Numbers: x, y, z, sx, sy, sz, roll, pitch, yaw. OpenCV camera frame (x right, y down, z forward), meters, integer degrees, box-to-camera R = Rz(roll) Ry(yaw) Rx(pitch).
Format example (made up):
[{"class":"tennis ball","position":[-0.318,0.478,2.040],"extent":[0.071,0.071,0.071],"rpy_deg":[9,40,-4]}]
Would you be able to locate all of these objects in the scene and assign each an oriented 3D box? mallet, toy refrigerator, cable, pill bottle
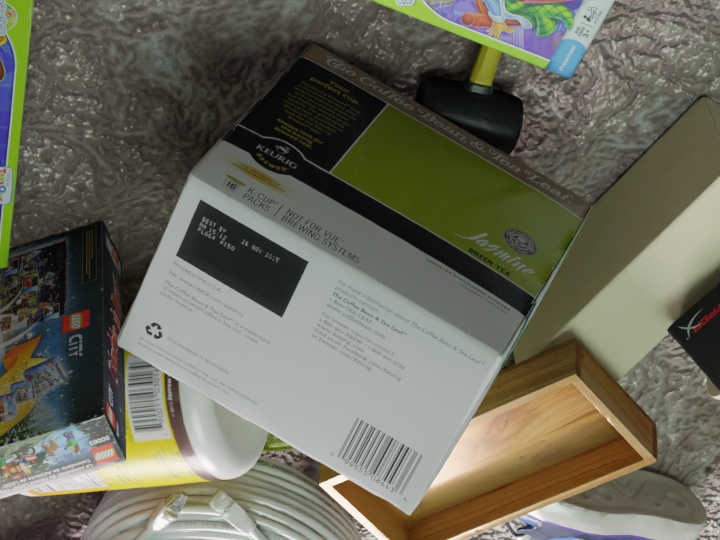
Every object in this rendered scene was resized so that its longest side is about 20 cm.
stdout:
[{"class":"mallet","position":[0.077,-0.158,1.426],"extent":[0.066,0.041,0.200],"rpy_deg":[4,124,-9]},{"class":"toy refrigerator","position":[0.184,-0.008,1.538],"extent":[0.070,0.076,0.200],"rpy_deg":[28,120,-28]},{"class":"cable","position":[-0.097,0.205,1.658],"extent":[0.200,0.069,0.200],"rpy_deg":[35,132,-30]},{"class":"pill bottle","position":[-0.165,0.085,1.520],"extent":[0.200,0.109,0.109],"rpy_deg":[-7,133,23]}]

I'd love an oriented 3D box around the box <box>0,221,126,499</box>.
[{"class":"box","position":[-0.212,0.059,1.449],"extent":[0.136,0.200,0.038],"rpy_deg":[-16,125,5]}]

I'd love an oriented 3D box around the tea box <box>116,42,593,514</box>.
[{"class":"tea box","position":[0.000,0.000,1.394],"extent":[0.200,0.197,0.134],"rpy_deg":[31,125,5]}]

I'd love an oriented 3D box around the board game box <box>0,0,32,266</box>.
[{"class":"board game box","position":[-0.266,-0.096,1.403],"extent":[0.134,0.045,0.200],"rpy_deg":[3,129,-11]}]

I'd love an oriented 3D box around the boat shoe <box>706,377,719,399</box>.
[{"class":"boat shoe","position":[0.309,0.022,1.584],"extent":[0.063,0.074,0.201],"rpy_deg":[32,114,-21]}]

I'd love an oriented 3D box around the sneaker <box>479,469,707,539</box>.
[{"class":"sneaker","position":[0.135,0.201,1.702],"extent":[0.200,0.081,0.147],"rpy_deg":[15,122,-27]}]

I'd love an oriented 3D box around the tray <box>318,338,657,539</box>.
[{"class":"tray","position":[0.083,0.119,1.570],"extent":[0.200,0.037,0.099],"rpy_deg":[-26,127,26]}]

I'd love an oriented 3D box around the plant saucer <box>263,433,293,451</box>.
[{"class":"plant saucer","position":[-0.004,0.045,1.571],"extent":[0.200,0.048,0.200],"rpy_deg":[-6,130,-3]}]

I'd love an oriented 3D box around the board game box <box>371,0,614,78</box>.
[{"class":"board game box","position":[0.102,-0.221,1.346],"extent":[0.134,0.045,0.200],"rpy_deg":[19,117,-19]}]

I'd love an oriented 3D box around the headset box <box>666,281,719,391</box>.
[{"class":"headset box","position":[0.314,0.064,1.491],"extent":[0.149,0.200,0.075],"rpy_deg":[-42,167,15]}]
